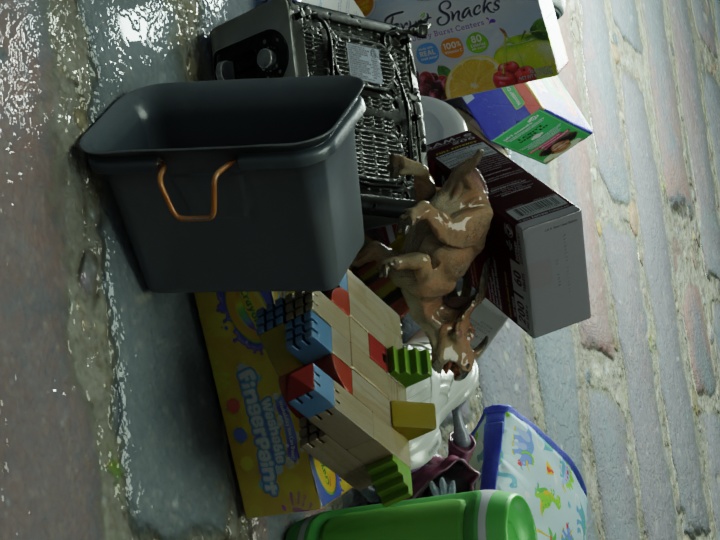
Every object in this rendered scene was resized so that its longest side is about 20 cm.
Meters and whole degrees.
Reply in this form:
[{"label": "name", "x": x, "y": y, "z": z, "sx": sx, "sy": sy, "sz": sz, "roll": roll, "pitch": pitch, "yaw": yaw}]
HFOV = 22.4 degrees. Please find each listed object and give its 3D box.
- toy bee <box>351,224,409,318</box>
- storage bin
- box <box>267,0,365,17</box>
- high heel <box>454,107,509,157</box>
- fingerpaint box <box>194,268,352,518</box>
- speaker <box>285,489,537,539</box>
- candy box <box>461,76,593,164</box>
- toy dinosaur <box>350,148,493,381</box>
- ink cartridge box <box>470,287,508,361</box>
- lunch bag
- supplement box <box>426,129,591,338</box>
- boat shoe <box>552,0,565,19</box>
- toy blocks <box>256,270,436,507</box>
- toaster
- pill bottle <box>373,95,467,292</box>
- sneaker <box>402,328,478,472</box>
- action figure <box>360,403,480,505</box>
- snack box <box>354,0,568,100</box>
[{"label": "toy bee", "x": 0.000, "y": 0.000, "z": 1.648, "sx": 0.131, "sy": 0.200, "sz": 0.109, "roll": -42, "pitch": 92, "yaw": -25}, {"label": "storage bin", "x": -0.092, "y": -0.054, "z": 1.345, "sx": 0.146, "sy": 0.200, "sz": 0.134, "roll": -60, "pitch": 143, "yaw": -56}, {"label": "box", "x": -0.036, "y": -0.221, "z": 1.716, "sx": 0.200, "sy": 0.041, "sz": 0.119, "roll": 49, "pitch": 38, "yaw": -45}, {"label": "high heel", "x": 0.146, "y": -0.098, "z": 2.066, "sx": 0.143, "sy": 0.071, "sz": 0.200, "roll": -72, "pitch": 139, "yaw": -78}, {"label": "fingerpaint box", "x": -0.054, "y": 0.085, "z": 1.502, "sx": 0.167, "sy": 0.073, "sz": 0.200, "roll": -24, "pitch": 101, "yaw": -67}, {"label": "speaker", "x": 0.041, "y": 0.232, "z": 1.492, "sx": 0.088, "sy": 0.200, "sz": 0.088, "roll": 39, "pitch": 46, "yaw": -56}, {"label": "candy box", "x": 0.164, "y": -0.216, "z": 2.044, "sx": 0.169, "sy": 0.077, "sz": 0.200, "roll": 59, "pitch": 20, "yaw": 16}, {"label": "toy dinosaur", "x": 0.072, "y": -0.020, "z": 1.494, "sx": 0.136, "sy": 0.200, "sz": 0.086, "roll": 13, "pitch": 25, "yaw": -28}, {"label": "ink cartridge box", "x": 0.115, "y": 0.051, "z": 1.843, "sx": 0.045, "sy": 0.176, "sz": 0.200, "roll": 32, "pitch": 27, "yaw": 0}, {"label": "lunch bag", "x": 0.153, "y": 0.254, "z": 1.829, "sx": 0.200, "sy": 0.127, "sz": 0.170, "roll": 64, "pitch": 27, "yaw": -52}, {"label": "supplement box", "x": 0.121, "y": -0.035, "z": 1.576, "sx": 0.200, "sy": 0.061, "sz": 0.109, "roll": -136, "pitch": -148, "yaw": -56}, {"label": "boat shoe", "x": 0.116, "y": -0.256, "z": 1.914, "sx": 0.071, "sy": 0.200, "sz": 0.091, "roll": 116, "pitch": -23, "yaw": -72}, {"label": "toy blocks", "x": -0.023, "y": 0.068, "z": 1.389, "sx": 0.137, "sy": 0.100, "sz": 0.200, "roll": 42, "pitch": 32, "yaw": -39}, {"label": "toaster", "x": -0.030, "y": -0.127, "z": 1.555, "sx": 0.200, "sy": 0.119, "sz": 0.181, "roll": 3, "pitch": 77, "yaw": -50}, {"label": "pill bottle", "x": 0.062, "y": -0.066, "z": 1.755, "sx": 0.200, "sy": 0.113, "sz": 0.113, "roll": 73, "pitch": 20, "yaw": -52}, {"label": "sneaker", "x": 0.047, "y": 0.087, "z": 1.544, "sx": 0.200, "sy": 0.075, "sz": 0.100, "roll": -62, "pitch": 137, "yaw": -58}, {"label": "action figure", "x": 0.072, "y": 0.200, "z": 1.635, "sx": 0.149, "sy": 0.134, "sz": 0.200, "roll": 59, "pitch": 6, "yaw": -10}, {"label": "snack box", "x": 0.092, "y": -0.246, "z": 1.809, "sx": 0.053, "sy": 0.200, "sz": 0.142, "roll": -46, "pitch": 122, "yaw": -61}]
